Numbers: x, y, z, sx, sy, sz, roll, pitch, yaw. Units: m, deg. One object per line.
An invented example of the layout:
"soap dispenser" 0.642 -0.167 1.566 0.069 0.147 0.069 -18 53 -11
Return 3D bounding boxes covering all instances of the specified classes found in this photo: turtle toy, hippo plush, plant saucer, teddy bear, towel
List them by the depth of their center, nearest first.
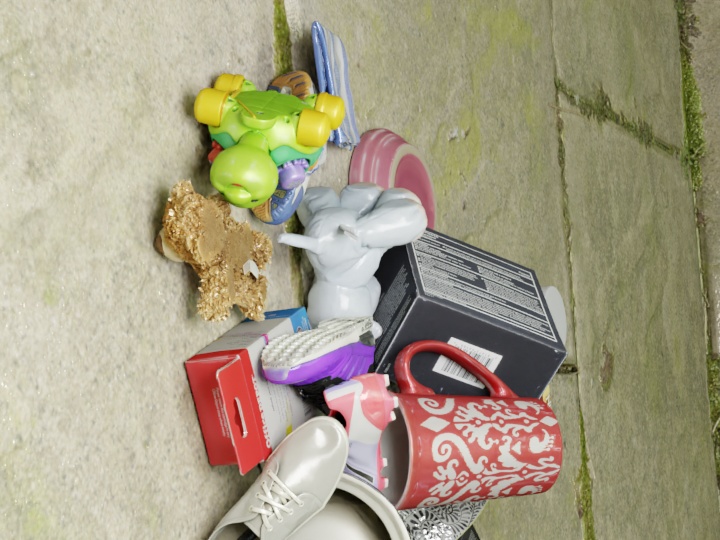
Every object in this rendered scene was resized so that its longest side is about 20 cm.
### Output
"teddy bear" -0.148 -0.016 1.494 0.200 0.066 0.146 6 80 -69
"turtle toy" -0.103 -0.131 1.520 0.200 0.145 0.102 -62 163 -67
"hippo plush" 0.000 0.000 1.675 0.200 0.158 0.162 -80 167 -69
"towel" -0.029 -0.217 1.744 0.200 0.024 0.148 -36 117 -84
"plant saucer" 0.050 -0.088 1.919 0.200 0.051 0.202 25 61 -61

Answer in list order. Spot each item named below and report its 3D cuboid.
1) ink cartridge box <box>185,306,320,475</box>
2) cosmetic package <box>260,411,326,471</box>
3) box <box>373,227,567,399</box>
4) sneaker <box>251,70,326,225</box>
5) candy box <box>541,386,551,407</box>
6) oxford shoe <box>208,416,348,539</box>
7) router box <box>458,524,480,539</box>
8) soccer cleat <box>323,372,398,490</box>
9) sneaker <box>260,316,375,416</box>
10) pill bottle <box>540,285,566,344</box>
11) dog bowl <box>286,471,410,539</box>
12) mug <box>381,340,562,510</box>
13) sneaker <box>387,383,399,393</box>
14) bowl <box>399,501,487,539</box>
"ink cartridge box" -0.114 0.125 1.519 0.200 0.067 0.117 -35 115 -61
"cosmetic package" -0.046 0.252 1.624 0.105 0.071 0.201 -41 121 -60
"box" 0.118 0.060 1.754 0.199 0.124 0.199 21 26 -16
"sneaker" -0.069 -0.127 1.658 0.088 0.075 0.201 51 41 -48
"candy box" 0.145 0.200 1.868 0.055 0.199 0.116 -43 128 -60
"oxford shoe" -0.083 0.230 1.450 0.200 0.075 0.058 -49 172 -1
"router box" 0.125 0.452 1.947 0.158 0.052 0.200 64 32 -33
"soccer cleat" -0.010 0.183 1.536 0.201 0.076 0.067 99 -23 -45
"sneaker" -0.034 0.110 1.530 0.200 0.069 0.100 -19 106 -62
"pill bottle" 0.166 0.074 1.948 0.114 0.199 0.115 25 62 -60
"dog bowl" -0.040 0.301 1.504 0.074 0.199 0.201 41 45 -81
"mug" 0.116 0.177 1.619 0.199 0.133 0.178 2 106 -25
"sneaker" 0.036 0.159 1.792 0.200 0.088 0.076 54 40 -45
"bowl" 0.059 0.263 1.773 0.094 0.201 0.201 47 3 36
